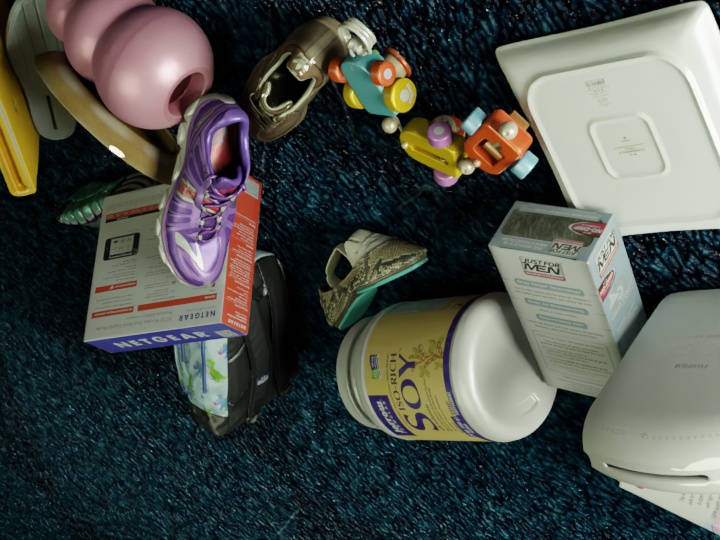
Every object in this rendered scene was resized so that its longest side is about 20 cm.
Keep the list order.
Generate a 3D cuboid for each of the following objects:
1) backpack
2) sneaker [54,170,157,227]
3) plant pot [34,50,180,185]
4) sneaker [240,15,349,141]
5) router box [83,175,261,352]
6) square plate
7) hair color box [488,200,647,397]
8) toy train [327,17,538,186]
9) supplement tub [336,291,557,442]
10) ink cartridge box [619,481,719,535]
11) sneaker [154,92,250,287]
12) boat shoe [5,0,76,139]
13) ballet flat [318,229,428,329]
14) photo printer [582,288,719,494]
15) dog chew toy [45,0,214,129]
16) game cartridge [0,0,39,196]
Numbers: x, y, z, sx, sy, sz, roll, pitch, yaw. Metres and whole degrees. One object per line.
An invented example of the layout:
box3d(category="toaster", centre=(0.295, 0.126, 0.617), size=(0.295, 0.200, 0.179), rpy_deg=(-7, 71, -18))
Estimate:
box3d(category="backpack", centre=(-0.151, 0.063, 1.374), size=(0.154, 0.163, 0.200), rpy_deg=(31, 135, 22))
box3d(category="sneaker", centre=(-0.309, -0.065, 1.466), size=(0.200, 0.074, 0.088), rpy_deg=(-6, 127, 47))
box3d(category="plant pot", centre=(-0.263, -0.170, 1.251), size=(0.200, 0.027, 0.200), rpy_deg=(44, -171, -9))
box3d(category="sneaker", centre=(-0.083, -0.173, 1.119), size=(0.070, 0.076, 0.200), rpy_deg=(44, 145, -2))
box3d(category="router box", centre=(-0.211, -0.009, 1.297), size=(0.199, 0.180, 0.049), rpy_deg=(-8, 157, 31))
box3d(category="square plate", centre=(0.219, -0.106, 0.933), size=(0.200, 0.028, 0.198), rpy_deg=(-3, 125, 47))
box3d(category="hair color box", centre=(0.197, 0.032, 1.049), size=(0.099, 0.061, 0.200), rpy_deg=(11, 144, 37))
box3d(category="toy train", centre=(0.066, -0.148, 1.003), size=(0.200, 0.056, 0.150), rpy_deg=(39, 159, 1))
box3d(category="supplement tub", centre=(0.085, 0.100, 1.183), size=(0.200, 0.145, 0.146), rpy_deg=(-9, 121, 48))
box3d(category="ink cartridge box", centre=(0.347, 0.171, 1.051), size=(0.200, 0.084, 0.145), rpy_deg=(24, 141, 25))
box3d(category="sneaker", centre=(-0.153, -0.075, 1.164), size=(0.083, 0.080, 0.201), rpy_deg=(35, 121, 55))
box3d(category="boat shoe", centre=(-0.364, -0.244, 1.328), size=(0.073, 0.067, 0.200), rpy_deg=(-2, 137, -12))
box3d(category="ballet flat", centre=(0.000, 0.000, 1.240), size=(0.075, 0.068, 0.200), rpy_deg=(57, 148, 6))
box3d(category="photo printer", centre=(0.282, 0.097, 0.936), size=(0.166, 0.200, 0.070), rpy_deg=(-4, 125, 48))
box3d(category="dog chew toy", centre=(-0.243, -0.233, 1.183), size=(0.200, 0.124, 0.125), rpy_deg=(39, 146, 19))
box3d(category="game cartridge", centre=(-0.405, -0.213, 1.323), size=(0.200, 0.032, 0.177), rpy_deg=(-106, 6, -47))
